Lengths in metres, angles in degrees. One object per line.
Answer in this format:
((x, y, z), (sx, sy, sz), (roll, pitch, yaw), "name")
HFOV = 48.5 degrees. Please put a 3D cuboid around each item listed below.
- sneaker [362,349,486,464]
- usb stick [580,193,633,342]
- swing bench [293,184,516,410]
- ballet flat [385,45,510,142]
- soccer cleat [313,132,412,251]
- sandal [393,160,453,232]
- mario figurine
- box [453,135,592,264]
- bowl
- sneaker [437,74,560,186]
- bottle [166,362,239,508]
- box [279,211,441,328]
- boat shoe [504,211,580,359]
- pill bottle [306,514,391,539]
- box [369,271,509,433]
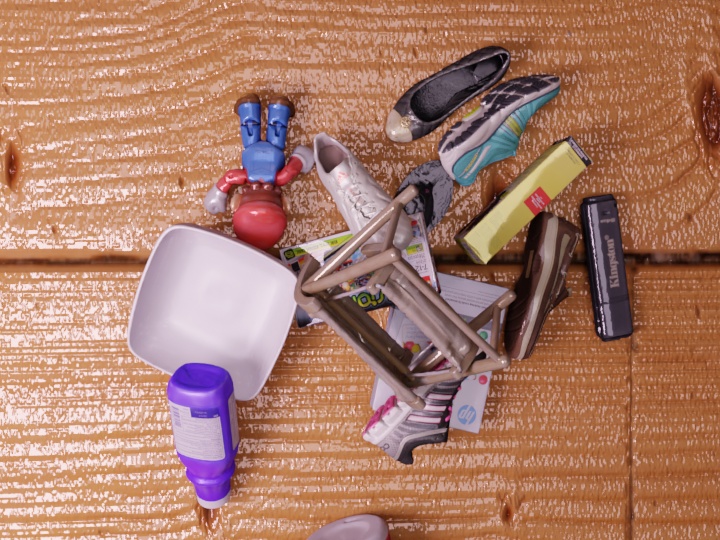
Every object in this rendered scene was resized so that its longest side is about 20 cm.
((0.098, 0.176, 1.047), (0.200, 0.074, 0.088), (-43, 95, 2), "sneaker")
((0.344, -0.003, 1.118), (0.054, 0.033, 0.204), (-8, 92, -3), "usb stick")
((0.046, 0.048, 0.947), (0.199, 0.131, 0.199), (42, 127, -19), "swing bench")
((0.115, -0.243, 1.079), (0.199, 0.057, 0.067), (-36, 93, -2), "ballet flat")
((-0.005, -0.098, 1.020), (0.069, 0.078, 0.201), (-36, 56, -4), "soccer cleat")
((0.058, -0.063, 1.085), (0.075, 0.048, 0.201), (41, 89, -4), "sandal")
((-0.134, -0.125, 1.068), (0.121, 0.105, 0.204), (-2, 80, 31), "mario figurine")
((0.218, -0.094, 1.085), (0.200, 0.075, 0.050), (-43, 95, -3), "box")
((-0.186, 0.045, 1.040), (0.197, 0.075, 0.203), (23, 107, -5), "bowl")
((0.192, -0.196, 1.090), (0.199, 0.078, 0.080), (-39, 121, -4), "sneaker")
((-0.198, 0.217, 1.032), (0.082, 0.066, 0.203), (7, 120, 14), "bottle")
((0.000, 0.000, 1.063), (0.196, 0.035, 0.112), (-15, 91, 12), "box")
((0.256, 0.027, 1.093), (0.073, 0.075, 0.206), (15, 90, -11), "boat shoe")
((0.004, 0.444, 1.064), (0.117, 0.120, 0.204), (-16, 94, -4), "pill bottle")
((0.108, 0.106, 1.100), (0.153, 0.041, 0.204), (13, 92, -4), "box")
